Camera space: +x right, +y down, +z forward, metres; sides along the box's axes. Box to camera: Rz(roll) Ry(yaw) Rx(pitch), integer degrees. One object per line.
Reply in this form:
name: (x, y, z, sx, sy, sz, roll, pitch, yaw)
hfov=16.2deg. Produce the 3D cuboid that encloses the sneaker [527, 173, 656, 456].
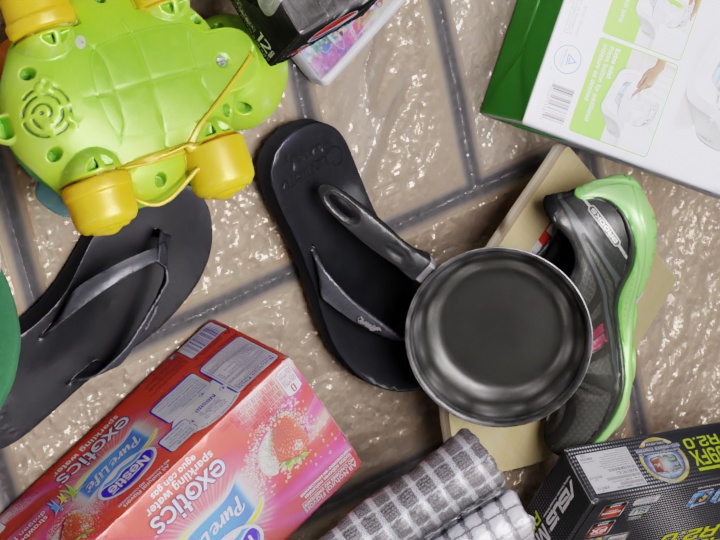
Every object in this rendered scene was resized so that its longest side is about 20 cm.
sneaker: (0.132, 0.029, 1.588, 0.083, 0.077, 0.201, -2, 119, -11)

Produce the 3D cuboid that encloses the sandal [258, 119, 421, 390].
sandal: (-0.001, 0.000, 1.549, 0.076, 0.043, 0.201, -43, 121, -17)

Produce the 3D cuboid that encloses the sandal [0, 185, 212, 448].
sandal: (-0.155, 0.031, 1.468, 0.200, 0.043, 0.076, -47, 122, -14)

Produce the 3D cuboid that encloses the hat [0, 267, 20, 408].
hat: (-0.312, 0.058, 1.387, 0.199, 0.176, 0.167, -12, 75, -42)

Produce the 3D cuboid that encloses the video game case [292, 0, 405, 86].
video game case: (-0.010, -0.243, 1.502, 0.200, 0.024, 0.182, -48, 123, -14)

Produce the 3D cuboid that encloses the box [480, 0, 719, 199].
box: (0.197, -0.162, 1.581, 0.175, 0.097, 0.202, 17, 93, -16)

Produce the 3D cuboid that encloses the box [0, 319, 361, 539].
box: (-0.112, 0.136, 1.489, 0.200, 0.099, 0.096, -43, 121, -17)

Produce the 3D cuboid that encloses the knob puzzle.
knob puzzle: (0.109, 0.042, 1.632, 0.219, 0.030, 0.221, -22, 124, -38)

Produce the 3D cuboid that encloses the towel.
towel: (0.020, 0.172, 1.515, 0.165, 0.200, 0.086, -35, 82, -4)

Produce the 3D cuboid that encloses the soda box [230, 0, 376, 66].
soda box: (-0.067, -0.220, 1.396, 0.070, 0.063, 0.201, -31, 88, -22)

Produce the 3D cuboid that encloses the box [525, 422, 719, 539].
box: (0.193, 0.169, 1.675, 0.199, 0.044, 0.161, -6, 142, -31)

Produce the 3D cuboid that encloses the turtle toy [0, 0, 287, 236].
turtle toy: (-0.123, -0.099, 1.419, 0.199, 0.101, 0.147, -17, 88, -30)

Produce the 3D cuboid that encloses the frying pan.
frying pan: (0.049, 0.026, 1.531, 0.189, 0.031, 0.116, 20, 109, 1)
